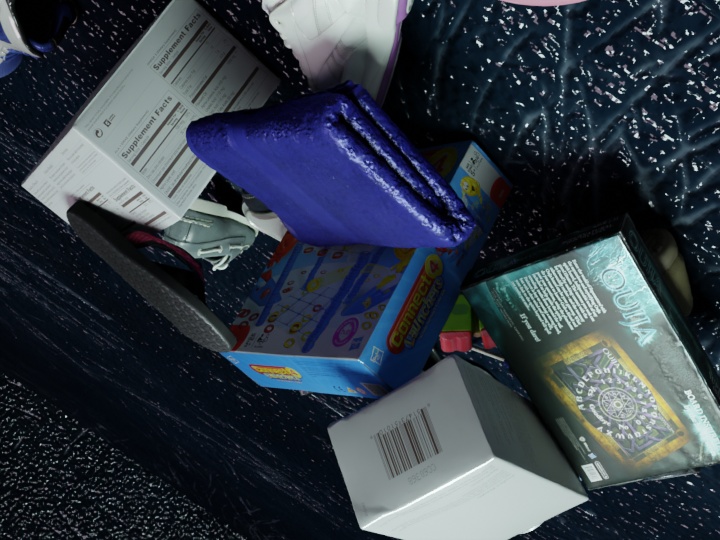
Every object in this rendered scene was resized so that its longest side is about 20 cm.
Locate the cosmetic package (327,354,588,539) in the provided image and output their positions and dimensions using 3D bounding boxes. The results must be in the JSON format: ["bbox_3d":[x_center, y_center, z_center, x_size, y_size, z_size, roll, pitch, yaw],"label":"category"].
[{"bbox_3d":[0.077,0.143,0.772,0.200,0.112,0.082,34,-150,-57],"label":"cosmetic package"}]

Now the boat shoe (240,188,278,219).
[{"bbox_3d":[-0.052,-0.094,0.888,0.062,0.075,0.199,41,154,-21],"label":"boat shoe"}]

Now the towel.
[{"bbox_3d":[-0.023,-0.071,0.747,0.147,0.050,0.199,39,161,-30],"label":"towel"}]

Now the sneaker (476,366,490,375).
[{"bbox_3d":[0.131,0.203,1.153,0.072,0.113,0.201,7,144,46],"label":"sneaker"}]

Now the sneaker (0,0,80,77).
[{"bbox_3d":[-0.325,-0.227,0.982,0.114,0.081,0.200,35,154,2],"label":"sneaker"}]

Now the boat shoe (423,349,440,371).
[{"bbox_3d":[0.016,0.048,1.086,0.056,0.069,0.200,-15,130,34],"label":"boat shoe"}]

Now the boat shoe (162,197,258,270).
[{"bbox_3d":[-0.154,-0.034,1.067,0.072,0.063,0.200,14,177,8],"label":"boat shoe"}]

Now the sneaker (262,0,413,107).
[{"bbox_3d":[-0.018,-0.164,0.700,0.098,0.076,0.201,15,149,0],"label":"sneaker"}]

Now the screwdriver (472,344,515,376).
[{"bbox_3d":[0.131,0.086,0.984,0.028,0.029,0.200,35,170,-12],"label":"screwdriver"}]

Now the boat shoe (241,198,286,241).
[{"bbox_3d":[-0.044,-0.029,1.006,0.198,0.066,0.072,20,153,29],"label":"boat shoe"}]

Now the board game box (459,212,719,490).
[{"bbox_3d":[0.177,0.066,0.760,0.134,0.028,0.201,-20,112,37],"label":"board game box"}]

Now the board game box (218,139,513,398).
[{"bbox_3d":[0.000,0.000,0.842,0.056,0.198,0.199,41,154,-29],"label":"board game box"}]

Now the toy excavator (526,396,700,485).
[{"bbox_3d":[0.153,0.140,0.898,0.197,0.102,0.194,-1,165,-24],"label":"toy excavator"}]

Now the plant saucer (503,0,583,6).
[{"bbox_3d":[0.071,-0.226,0.523,0.199,0.051,0.201,29,155,14],"label":"plant saucer"}]

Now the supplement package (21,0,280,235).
[{"bbox_3d":[-0.186,-0.119,0.913,0.111,0.157,0.199,40,155,-18],"label":"supplement package"}]

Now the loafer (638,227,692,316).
[{"bbox_3d":[0.174,0.026,0.815,0.068,0.076,0.199,53,152,-9],"label":"loafer"}]

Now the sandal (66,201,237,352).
[{"bbox_3d":[-0.168,-0.005,0.873,0.199,0.045,0.076,37,155,27],"label":"sandal"}]

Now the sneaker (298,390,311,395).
[{"bbox_3d":[-0.028,0.082,1.147,0.200,0.079,0.076,12,-117,-85],"label":"sneaker"}]

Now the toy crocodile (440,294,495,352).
[{"bbox_3d":[0.080,0.046,0.943,0.196,0.063,0.068,-3,152,12],"label":"toy crocodile"}]
